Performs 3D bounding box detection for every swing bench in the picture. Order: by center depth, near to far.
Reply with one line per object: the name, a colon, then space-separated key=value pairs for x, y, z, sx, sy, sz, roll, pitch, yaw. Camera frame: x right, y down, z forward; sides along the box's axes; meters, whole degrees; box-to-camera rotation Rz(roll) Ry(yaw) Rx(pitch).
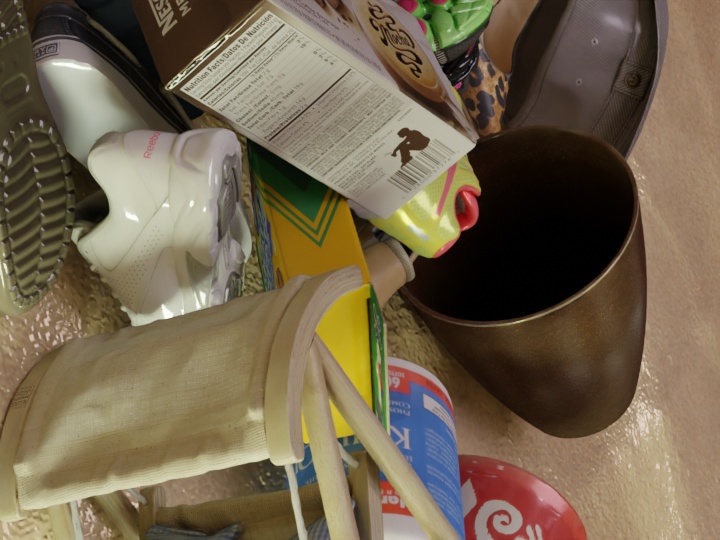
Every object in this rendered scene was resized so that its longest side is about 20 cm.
swing bench: x=-0.074 y=0.124 z=1.040 sx=0.130 sy=0.197 sz=0.202 roll=-41 pitch=112 yaw=-55

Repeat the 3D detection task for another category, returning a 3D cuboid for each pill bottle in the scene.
pill bottle: x=0.009 y=0.160 z=1.196 sx=0.112 sy=0.112 sz=0.201 roll=47 pitch=26 yaw=-37

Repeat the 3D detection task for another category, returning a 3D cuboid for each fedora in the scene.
fedora: x=0.173 y=-0.169 z=1.609 sx=0.089 sy=0.202 sz=0.177 roll=13 pitch=24 yaw=-21

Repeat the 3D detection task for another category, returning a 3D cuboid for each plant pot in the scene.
plant pot: x=0.138 y=0.029 z=1.455 sx=0.201 sy=0.185 sz=0.188 roll=63 pitch=31 yaw=-45

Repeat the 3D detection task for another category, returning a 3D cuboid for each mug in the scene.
mug: x=0.070 y=0.254 z=1.280 sx=0.178 sy=0.132 sz=0.201 roll=54 pitch=41 yaw=-26

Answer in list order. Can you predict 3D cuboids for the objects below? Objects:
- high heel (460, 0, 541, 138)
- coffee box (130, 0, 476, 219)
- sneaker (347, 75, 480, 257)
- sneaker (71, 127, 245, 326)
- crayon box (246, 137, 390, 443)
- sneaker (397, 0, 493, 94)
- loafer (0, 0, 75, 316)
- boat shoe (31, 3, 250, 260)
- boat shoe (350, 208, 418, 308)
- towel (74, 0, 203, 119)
high heel: x=0.136 y=-0.208 z=1.552 sx=0.071 sy=0.141 sz=0.202 roll=24 pitch=57 yaw=-58
coffee box: x=-0.035 y=-0.125 z=1.113 sx=0.199 sy=0.080 sz=0.114 roll=29 pitch=29 yaw=-46
sneaker: x=0.044 y=-0.066 z=1.328 sx=0.090 sy=0.078 sz=0.200 roll=41 pitch=29 yaw=-8
sneaker: x=-0.119 y=-0.008 z=1.117 sx=0.078 sy=0.098 sz=0.201 roll=-68 pitch=168 yaw=-47
crayon box: x=-0.028 y=0.010 z=1.181 sx=0.201 sy=0.051 sz=0.127 roll=-108 pitch=-169 yaw=-45
sneaker: x=0.065 y=-0.167 z=1.448 sx=0.200 sy=0.076 sz=0.085 roll=-63 pitch=147 yaw=-78
loafer: x=-0.206 y=-0.075 z=1.046 sx=0.076 sy=0.067 sz=0.202 roll=-31 pitch=119 yaw=-57
boat shoe: x=-0.129 y=-0.076 z=1.151 sx=0.200 sy=0.071 sz=0.068 roll=47 pitch=28 yaw=-38
boat shoe: x=0.000 y=0.000 z=1.320 sx=0.072 sy=0.076 sz=0.201 roll=60 pitch=36 yaw=-25
towel: x=-0.112 y=-0.176 z=1.145 sx=0.200 sy=0.111 sz=0.049 roll=55 pitch=12 yaw=-53
